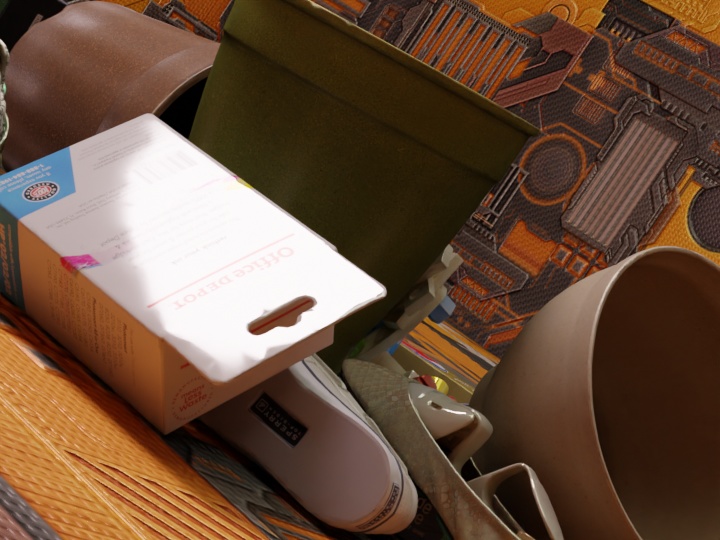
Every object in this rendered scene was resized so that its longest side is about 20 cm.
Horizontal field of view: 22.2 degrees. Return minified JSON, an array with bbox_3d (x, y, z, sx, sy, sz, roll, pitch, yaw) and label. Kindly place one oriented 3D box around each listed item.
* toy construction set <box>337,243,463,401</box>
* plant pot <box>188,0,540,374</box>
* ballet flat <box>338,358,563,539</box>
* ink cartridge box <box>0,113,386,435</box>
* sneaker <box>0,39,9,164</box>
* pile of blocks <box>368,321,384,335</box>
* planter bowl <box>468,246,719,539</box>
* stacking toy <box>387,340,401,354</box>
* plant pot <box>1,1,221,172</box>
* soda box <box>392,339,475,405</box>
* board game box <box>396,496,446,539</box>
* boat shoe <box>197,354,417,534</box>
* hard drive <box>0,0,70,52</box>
[{"bbox_3d":[0.054,0.083,1.190,0.131,0.092,0.200,-18,-73,48],"label":"toy construction set"},{"bbox_3d":[-0.027,-0.048,1.097,0.200,0.193,0.200,29,5,-3],"label":"plant pot"},{"bbox_3d":[0.060,0.113,1.003,0.200,0.062,0.067,55,12,28],"label":"ballet flat"},{"bbox_3d":[-0.092,0.007,0.944,0.200,0.115,0.068,36,-41,35],"label":"ink cartridge box"},{"bbox_3d":[-0.229,-0.095,1.081,0.077,0.089,0.200,33,3,-16],"label":"sneaker"},{"bbox_3d":[0.000,0.000,1.224,0.082,0.200,0.062,26,32,34],"label":"pile of blocks"},{"bbox_3d":[0.148,0.098,1.086,0.135,0.200,0.200,-17,-38,43],"label":"planter bowl"},{"bbox_3d":[0.000,-0.034,1.331,0.110,0.116,0.200,22,-36,8],"label":"stacking toy"},{"bbox_3d":[-0.139,-0.085,1.256,0.198,0.200,0.200,33,1,43],"label":"plant pot"},{"bbox_3d":[0.061,0.113,1.476,0.200,0.064,0.068,35,3,9],"label":"soda box"},{"bbox_3d":[-0.017,0.101,1.105,0.200,0.034,0.135,34,3,1],"label":"board game box"},{"bbox_3d":[-0.042,0.072,1.002,0.200,0.071,0.070,39,0,30],"label":"boat shoe"},{"bbox_3d":[-0.283,-0.158,1.369,0.038,0.140,0.200,34,4,7],"label":"hard drive"}]
